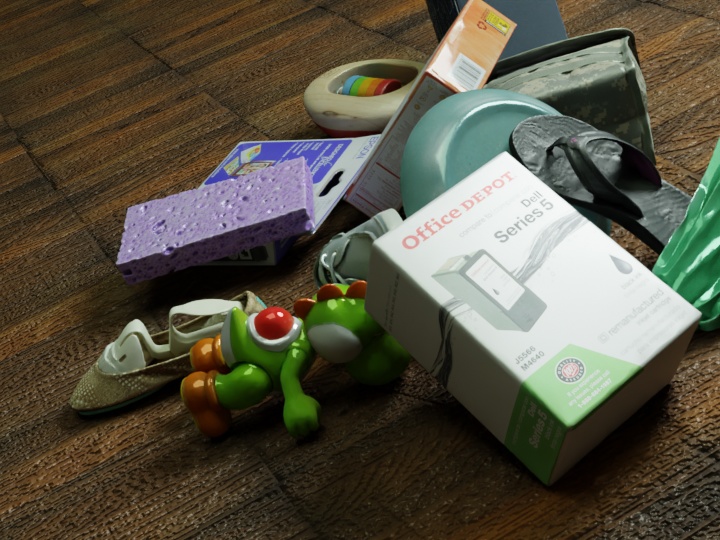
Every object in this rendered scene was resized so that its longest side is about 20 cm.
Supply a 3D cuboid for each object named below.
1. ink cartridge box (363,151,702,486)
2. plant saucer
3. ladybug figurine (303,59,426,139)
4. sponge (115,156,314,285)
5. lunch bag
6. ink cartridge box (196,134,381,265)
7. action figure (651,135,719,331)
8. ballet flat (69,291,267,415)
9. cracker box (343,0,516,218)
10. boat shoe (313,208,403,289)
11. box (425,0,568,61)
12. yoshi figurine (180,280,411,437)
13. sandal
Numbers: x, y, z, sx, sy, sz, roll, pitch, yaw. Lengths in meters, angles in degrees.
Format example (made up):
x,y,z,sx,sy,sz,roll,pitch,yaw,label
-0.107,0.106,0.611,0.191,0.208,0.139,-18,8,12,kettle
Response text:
x,y,z,sx,sy,sz,roll,pitch,yaw,label
0.119,0.029,0.894,0.145,0.085,0.200,-34,62,-26,ink cartridge box
0.131,-0.071,1.046,0.199,0.201,0.036,-33,-7,-25,plant saucer
0.017,-0.187,1.407,0.135,0.073,0.198,-37,35,-30,ladybug figurine
-0.142,-0.051,1.229,0.197,0.030,0.112,-16,32,8,sponge
0.204,-0.165,1.230,0.162,0.119,0.201,-14,21,15,lunch bag
-0.088,-0.075,1.305,0.197,0.044,0.199,-1,35,30,ink cartridge box
0.285,-0.018,0.973,0.118,0.055,0.200,38,67,7,action figure
-0.171,0.066,1.090,0.197,0.066,0.071,-20,29,-4,ballet flat
0.066,-0.152,1.201,0.057,0.200,0.135,33,50,-4,cracker box
0.000,-0.001,1.052,0.071,0.071,0.201,-23,-1,-13,boat shoe
0.142,-0.289,1.360,0.106,0.151,0.200,-18,2,-1,box
-0.039,0.075,1.005,0.198,0.114,0.112,-23,-12,18,yoshi figurine
0.218,-0.077,1.023,0.199,0.048,0.076,30,62,4,sandal
